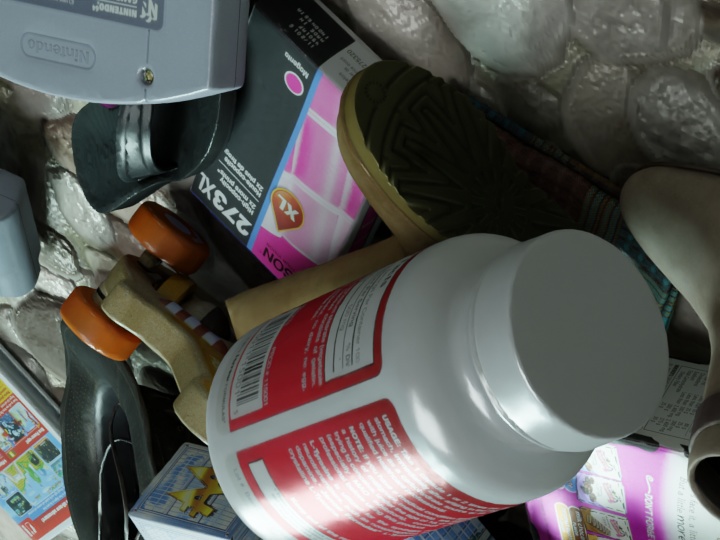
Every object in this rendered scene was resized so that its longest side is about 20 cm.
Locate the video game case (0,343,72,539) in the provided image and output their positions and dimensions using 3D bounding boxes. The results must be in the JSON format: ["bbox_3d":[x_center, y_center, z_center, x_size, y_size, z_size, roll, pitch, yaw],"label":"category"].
[{"bbox_3d":[-0.254,0.091,1.514,0.200,0.017,0.143,48,145,-4],"label":"video game case"}]

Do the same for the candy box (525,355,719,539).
[{"bbox_3d":[0.175,0.113,1.043,0.199,0.061,0.137,13,137,29],"label":"candy box"}]

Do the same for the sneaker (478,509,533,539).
[{"bbox_3d":[0.048,0.153,1.234,0.199,0.071,0.083,17,129,28],"label":"sneaker"}]

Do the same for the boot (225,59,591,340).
[{"bbox_3d":[0.000,0.000,1.056,0.175,0.066,0.199,45,142,-20],"label":"boot"}]

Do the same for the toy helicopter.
[{"bbox_3d":[-0.078,0.052,1.187,0.132,0.079,0.200,36,-171,-22],"label":"toy helicopter"}]

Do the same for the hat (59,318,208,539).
[{"bbox_3d":[-0.114,0.112,1.317,0.200,0.080,0.202,168,90,-69],"label":"hat"}]

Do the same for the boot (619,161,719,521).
[{"bbox_3d":[0.167,0.043,0.918,0.199,0.146,0.071,30,132,15],"label":"boot"}]

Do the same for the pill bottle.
[{"bbox_3d":[0.031,0.051,0.954,0.112,0.112,0.200,52,141,-11],"label":"pill bottle"}]

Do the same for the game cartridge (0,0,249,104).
[{"bbox_3d":[-0.131,-0.150,1.080,0.199,0.041,0.134,16,112,36],"label":"game cartridge"}]

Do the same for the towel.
[{"bbox_3d":[0.079,0.016,1.095,0.146,0.022,0.201,32,143,17],"label":"towel"}]

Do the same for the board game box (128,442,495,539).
[{"bbox_3d":[-0.016,0.169,1.194,0.200,0.062,0.200,49,138,-13],"label":"board game box"}]

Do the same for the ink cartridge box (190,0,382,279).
[{"bbox_3d":[-0.032,-0.047,1.126,0.095,0.037,0.200,44,148,14],"label":"ink cartridge box"}]

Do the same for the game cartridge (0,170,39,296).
[{"bbox_3d":[-0.286,-0.045,1.301,0.199,0.042,0.133,15,162,5],"label":"game cartridge"}]

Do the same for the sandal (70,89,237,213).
[{"bbox_3d":[-0.114,-0.073,1.149,0.200,0.048,0.076,-36,70,59],"label":"sandal"}]
